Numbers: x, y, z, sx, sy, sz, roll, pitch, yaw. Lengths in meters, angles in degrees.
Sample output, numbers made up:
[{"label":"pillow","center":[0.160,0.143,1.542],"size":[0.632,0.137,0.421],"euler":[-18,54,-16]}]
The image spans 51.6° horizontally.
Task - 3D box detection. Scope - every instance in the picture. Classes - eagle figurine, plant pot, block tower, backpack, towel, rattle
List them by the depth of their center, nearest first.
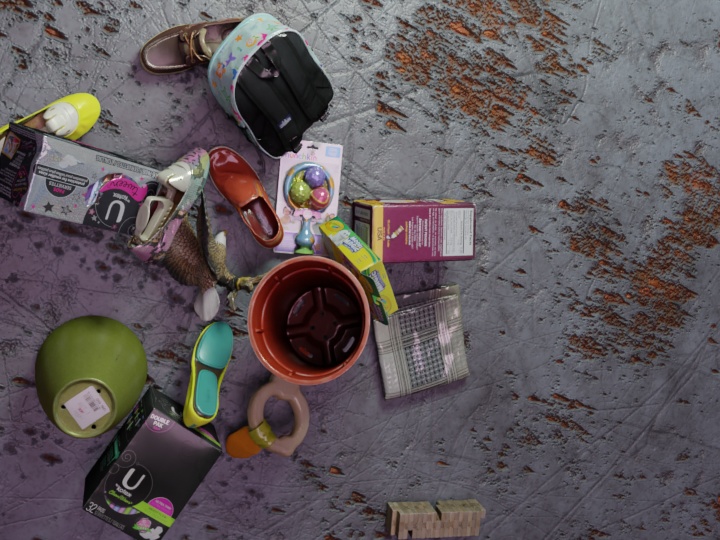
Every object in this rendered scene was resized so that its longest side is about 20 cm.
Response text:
[{"label":"plant pot","center":[-0.434,0.186,1.189],"size":[0.184,0.200,0.191],"euler":[-3,99,-17]},{"label":"backpack","center":[-0.153,-0.307,1.203],"size":[0.178,0.150,0.200],"euler":[-48,153,-5]},{"label":"eagle figurine","center":[-0.263,-0.034,1.253],"size":[0.151,0.151,0.201],"euler":[-38,119,2]},{"label":"plant pot","center":[-0.075,0.089,1.269],"size":[0.197,0.195,0.205],"euler":[-1,83,5]},{"label":"rattle","center":[-0.158,0.245,1.380],"size":[0.128,0.143,0.203],"euler":[20,57,-14]},{"label":"towel","center":[0.119,0.137,1.445],"size":[0.189,0.034,0.204],"euler":[-12,101,-15]},{"label":"block tower","center":[0.152,0.502,1.503],"size":[0.196,0.054,0.059],"euler":[2,99,-17]}]

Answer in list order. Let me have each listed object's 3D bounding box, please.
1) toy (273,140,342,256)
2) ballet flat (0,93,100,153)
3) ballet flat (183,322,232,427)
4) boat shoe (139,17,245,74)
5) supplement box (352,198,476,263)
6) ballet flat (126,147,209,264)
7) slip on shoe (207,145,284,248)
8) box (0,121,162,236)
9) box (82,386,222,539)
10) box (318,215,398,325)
[{"label":"toy","center":[-0.089,-0.127,1.329],"size":[0.113,0.047,0.204],"euler":[4,98,-19]},{"label":"ballet flat","center":[-0.503,-0.220,1.173],"size":[0.198,0.067,0.068],"euler":[-28,105,-12]},{"label":"ballet flat","center":[-0.267,0.179,1.272],"size":[0.066,0.202,0.067],"euler":[27,131,-23]},{"label":"boat shoe","center":[-0.265,-0.374,1.222],"size":[0.197,0.072,0.073],"euler":[-17,103,-14]},{"label":"supplement box","center":[0.095,-0.075,1.353],"size":[0.196,0.131,0.105],"euler":[-2,99,-18]},{"label":"ballet flat","center":[-0.299,-0.107,1.152],"size":[0.203,0.068,0.071],"euler":[-64,149,-5]},{"label":"slip on shoe","center":[-0.196,-0.128,1.282],"size":[0.073,0.061,0.202],"euler":[-33,95,-7]},{"label":"box","center":[-0.430,-0.134,1.137],"size":[0.198,0.131,0.117],"euler":[12,97,-49]},{"label":"box","center":[-0.356,0.334,1.277],"size":[0.148,0.124,0.201],"euler":[38,86,-20]},{"label":"box","center":[0.000,0.000,1.283],"size":[0.048,0.200,0.119],"euler":[-28,129,-10]}]
